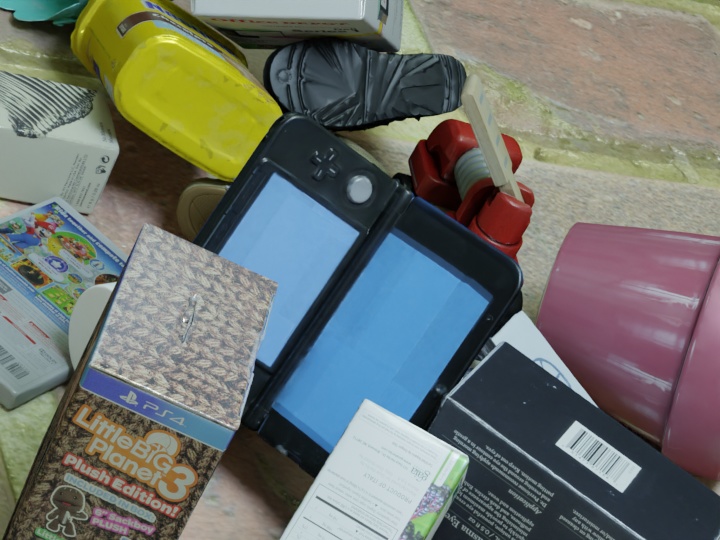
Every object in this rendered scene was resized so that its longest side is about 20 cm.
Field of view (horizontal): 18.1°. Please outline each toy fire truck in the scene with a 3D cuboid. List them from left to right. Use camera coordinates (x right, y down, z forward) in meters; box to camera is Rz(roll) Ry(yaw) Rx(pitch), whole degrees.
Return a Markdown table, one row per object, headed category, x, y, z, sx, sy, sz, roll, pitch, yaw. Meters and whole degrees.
| category | x | y | z | sx | sy | sz | roll | pitch | yaw |
| --- | --- | --- | --- | --- | --- | --- | --- | --- | --- |
| toy fire truck | 0.092 | -0.076 | 1.855 | 0.128 | 0.201 | 0.177 | 15 | 35 | -20 |

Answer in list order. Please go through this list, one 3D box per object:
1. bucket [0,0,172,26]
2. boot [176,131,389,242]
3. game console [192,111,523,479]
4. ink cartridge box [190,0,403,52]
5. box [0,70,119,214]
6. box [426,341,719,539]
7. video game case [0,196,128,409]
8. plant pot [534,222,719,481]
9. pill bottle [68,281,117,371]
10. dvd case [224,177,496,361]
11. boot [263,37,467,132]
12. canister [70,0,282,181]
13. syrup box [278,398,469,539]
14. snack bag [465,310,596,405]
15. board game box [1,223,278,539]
| category | x | y | z | sx | sy | sz | roll | pitch | yaw |
| --- | --- | --- | --- | --- | --- | --- | --- | --- | --- |
| bucket | -0.231 | -0.314 | 1.944 | 0.134 | 0.208 | 0.207 | -6 | 46 | -49 |
| boot | -0.057 | -0.059 | 1.840 | 0.199 | 0.073 | 0.156 | 14 | 33 | -16 |
| game console | -0.023 | 0.026 | 1.516 | 0.170 | 0.201 | 0.118 | 34 | -1 | -33 |
| ink cartridge box | -0.049 | -0.234 | 1.865 | 0.144 | 0.085 | 0.200 | 3 | -2 | 9 |
| box | -0.292 | -0.108 | 1.730 | 0.199 | 0.069 | 0.082 | 10 | 37 | -28 |
| box | 0.117 | 0.187 | 1.534 | 0.200 | 0.183 | 0.104 | 36 | 32 | 10 |
| video game case | -0.237 | 0.019 | 1.645 | 0.143 | 0.018 | 0.200 | 39 | 34 | 17 |
| plant pot | 0.239 | 0.047 | 1.826 | 0.178 | 0.201 | 0.200 | 18 | 31 | 13 |
| pill bottle | -0.106 | 0.043 | 1.624 | 0.199 | 0.111 | 0.111 | -6 | 46 | -43 |
| dvd case | 0.000 | 0.000 | 1.687 | 0.199 | 0.016 | 0.149 | 18 | -27 | 46 |
| boot | -0.020 | -0.154 | 1.930 | 0.197 | 0.074 | 0.162 | -2 | 1 | -28 |
| canister | -0.146 | -0.153 | 1.808 | 0.148 | 0.087 | 0.200 | 33 | 7 | -23 |
| syrup box | -0.015 | 0.191 | 1.421 | 0.081 | 0.079 | 0.201 | 29 | 74 | 8 |
| snack bag | 0.134 | 0.143 | 1.687 | 0.189 | 0.021 | 0.200 | 53 | 36 | 0 |
| board game box | -0.144 | 0.104 | 1.431 | 0.096 | 0.201 | 0.160 | 24 | 32 | -7 |
